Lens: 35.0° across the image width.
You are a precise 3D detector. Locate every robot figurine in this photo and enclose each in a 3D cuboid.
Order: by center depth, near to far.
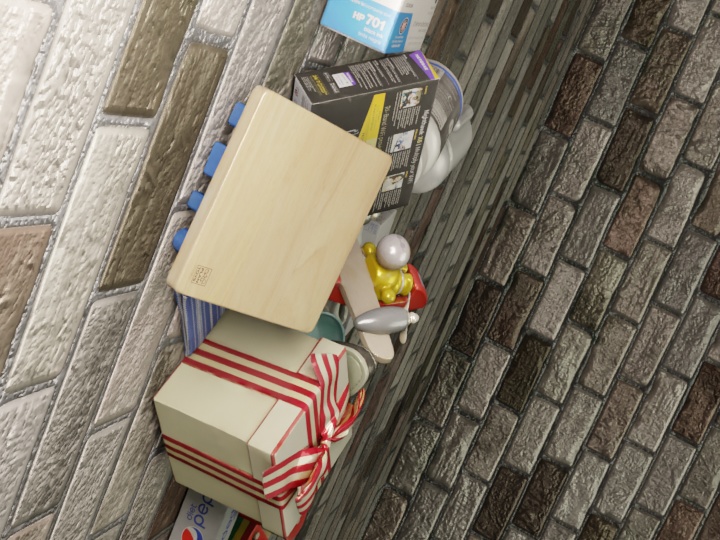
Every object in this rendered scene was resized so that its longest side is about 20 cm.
[{"bbox_3d":[0.093,-0.186,1.672,0.169,0.113,0.200,-37,-173,36],"label":"robot figurine"}]

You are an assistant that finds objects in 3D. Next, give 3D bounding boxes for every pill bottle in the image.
[{"bbox_3d":[0.059,-0.185,1.474,0.201,0.112,0.115,-60,169,-53],"label":"pill bottle"}]

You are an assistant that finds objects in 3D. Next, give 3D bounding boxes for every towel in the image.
[{"bbox_3d":[-0.140,-0.016,1.245,0.201,0.024,0.146,-57,167,-27],"label":"towel"}]

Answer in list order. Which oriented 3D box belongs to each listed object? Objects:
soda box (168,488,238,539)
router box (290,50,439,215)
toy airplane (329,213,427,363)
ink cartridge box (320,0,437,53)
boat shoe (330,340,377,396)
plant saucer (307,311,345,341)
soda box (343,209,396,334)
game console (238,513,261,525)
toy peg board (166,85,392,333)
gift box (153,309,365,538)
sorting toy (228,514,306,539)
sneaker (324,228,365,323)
[{"bbox_3d":[-0.201,0.319,1.537,0.203,0.063,0.068,-68,167,13],"label":"soda box"},{"bbox_3d":[-0.006,-0.142,1.288,0.155,0.053,0.202,-15,143,-23],"label":"router box"},{"bbox_3d":[0.000,0.000,1.439,0.141,0.200,0.199,-41,-175,31],"label":"toy airplane"},{"bbox_3d":[0.046,-0.344,1.226,0.203,0.085,0.146,-67,168,18],"label":"ink cartridge box"},{"bbox_3d":[-0.037,0.119,1.397,0.060,0.073,0.200,-22,-178,-36],"label":"boat shoe"},{"bbox_3d":[-0.106,0.126,1.496,0.198,0.036,0.202,-32,144,-27],"label":"plant saucer"},{"bbox_3d":[-0.012,-0.007,1.698,0.068,0.063,0.203,-43,156,-58],"label":"soda box"},{"bbox_3d":[-0.121,0.256,1.612,0.176,0.031,0.202,-1,-124,62],"label":"game console"},{"bbox_3d":[-0.098,-0.066,1.130,0.198,0.097,0.203,21,96,-49],"label":"toy peg board"},{"bbox_3d":[-0.111,0.167,1.282,0.186,0.184,0.202,-57,156,-32],"label":"gift box"},{"bbox_3d":[-0.156,0.393,1.769,0.200,0.069,0.201,-59,155,-26],"label":"sorting toy"},{"bbox_3d":[-0.017,-0.011,1.620,0.073,0.070,0.202,-49,164,-52],"label":"sneaker"}]
